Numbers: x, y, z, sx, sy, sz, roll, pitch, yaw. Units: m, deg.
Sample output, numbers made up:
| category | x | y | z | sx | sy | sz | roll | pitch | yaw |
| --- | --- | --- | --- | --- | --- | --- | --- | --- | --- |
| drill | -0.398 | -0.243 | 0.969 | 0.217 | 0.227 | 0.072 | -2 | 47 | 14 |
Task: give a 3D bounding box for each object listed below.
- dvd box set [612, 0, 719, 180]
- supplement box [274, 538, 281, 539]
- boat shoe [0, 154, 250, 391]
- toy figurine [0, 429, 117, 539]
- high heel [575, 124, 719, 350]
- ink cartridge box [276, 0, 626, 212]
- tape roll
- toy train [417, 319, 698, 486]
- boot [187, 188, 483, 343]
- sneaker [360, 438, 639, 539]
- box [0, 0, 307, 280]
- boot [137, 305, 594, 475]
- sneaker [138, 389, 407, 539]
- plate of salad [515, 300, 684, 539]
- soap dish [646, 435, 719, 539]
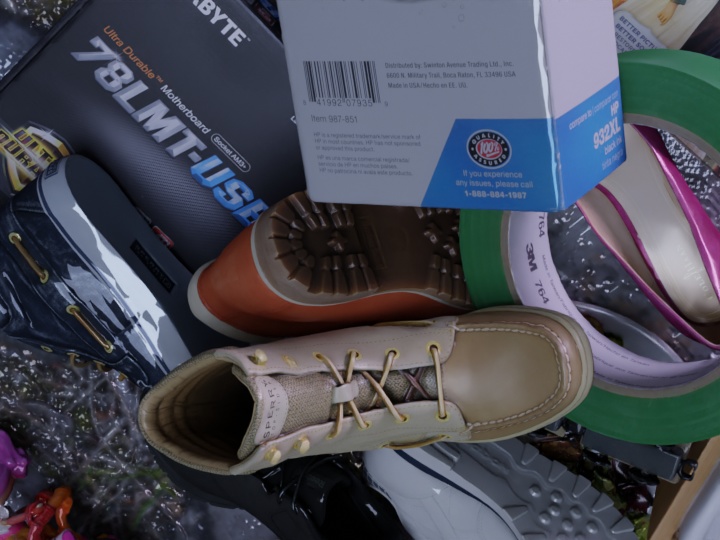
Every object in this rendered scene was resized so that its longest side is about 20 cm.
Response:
| category | x | y | z | sx | sy | sz | roll | pitch | yaw |
| --- | --- | --- | --- | --- | --- | --- | --- | --- | --- |
| dvd box set | 0.221 | -0.155 | 0.804 | 0.146 | 0.029 | 0.200 | 39 | 112 | -19 |
| supplement box | -0.039 | 0.285 | 0.950 | 0.126 | 0.200 | 0.074 | 25 | 158 | -2 |
| boat shoe | -0.137 | 0.035 | 0.881 | 0.091 | 0.071 | 0.200 | -32 | 101 | 23 |
| toy figurine | -0.239 | 0.176 | 0.981 | 0.200 | 0.150 | 0.184 | -31 | 96 | -3 |
| high heel | 0.140 | -0.042 | 0.837 | 0.067 | 0.096 | 0.200 | -33 | 104 | 20 |
| ink cartridge box | 0.039 | -0.137 | 0.734 | 0.145 | 0.084 | 0.200 | 5 | 114 | 34 |
| tape roll | 0.148 | -0.012 | 0.792 | 0.200 | 0.048 | 0.201 | 11 | 110 | 32 |
| toy train | 0.098 | 0.072 | 0.875 | 0.200 | 0.046 | 0.034 | 23 | 109 | 19 |
| boot | 0.000 | 0.000 | 0.860 | 0.107 | 0.200 | 0.075 | -31 | 65 | 45 |
| sneaker | 0.085 | 0.152 | 0.894 | 0.200 | 0.076 | 0.081 | 41 | 130 | 19 |
| box | -0.107 | -0.069 | 0.890 | 0.198 | 0.050 | 0.200 | -39 | 103 | 22 |
| boot | 0.003 | 0.061 | 0.786 | 0.200 | 0.155 | 0.073 | -6 | 88 | 35 |
| sneaker | -0.045 | 0.122 | 0.920 | 0.200 | 0.076 | 0.091 | 35 | 157 | 3 |
| plate of salad | 0.114 | 0.113 | 0.933 | 0.200 | 0.048 | 0.200 | 3 | 113 | 7 |
| soap dish | 0.269 | 0.089 | 0.867 | 0.157 | 0.081 | 0.200 | 18 | 114 | -15 |
